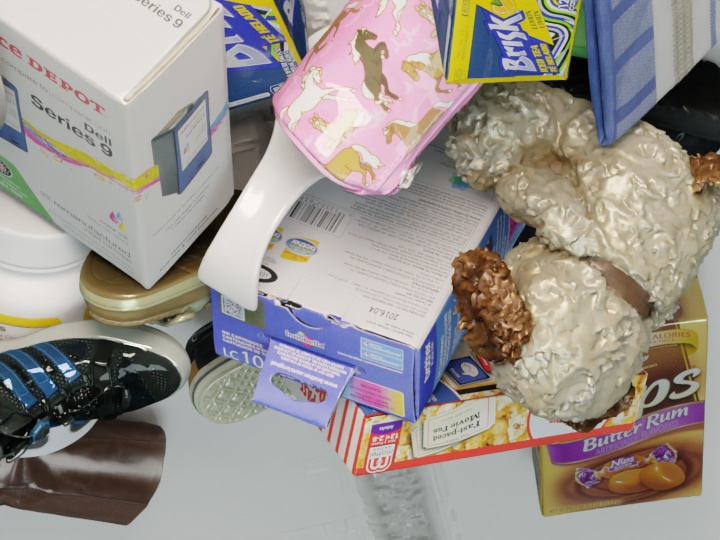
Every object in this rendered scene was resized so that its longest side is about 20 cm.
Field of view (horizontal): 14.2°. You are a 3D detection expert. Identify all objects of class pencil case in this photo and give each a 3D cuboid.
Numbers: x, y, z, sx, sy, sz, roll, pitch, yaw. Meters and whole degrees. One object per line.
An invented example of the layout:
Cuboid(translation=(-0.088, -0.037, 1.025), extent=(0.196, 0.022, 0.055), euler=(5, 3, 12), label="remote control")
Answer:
Cuboid(translation=(0.043, -0.132, 1.553), extent=(0.086, 0.083, 0.200), euler=(36, 102, -25), label="pencil case")

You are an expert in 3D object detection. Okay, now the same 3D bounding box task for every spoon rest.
Cuboid(translation=(-0.021, -0.069, 1.664), extent=(0.099, 0.200, 0.061), euler=(30, 152, 11), label="spoon rest")

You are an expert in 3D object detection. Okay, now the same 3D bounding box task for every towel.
Cuboid(translation=(0.187, -0.178, 1.585), extent=(0.200, 0.024, 0.147), euler=(-45, 147, -25), label="towel")

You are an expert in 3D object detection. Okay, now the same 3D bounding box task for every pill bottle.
Cuboid(translation=(-0.203, 0.011, 1.770), extent=(0.113, 0.115, 0.201), euler=(0, 138, -12), label="pill bottle")

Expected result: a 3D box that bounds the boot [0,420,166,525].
Cuboid(translation=(-0.238, 0.162, 1.985), extent=(0.199, 0.065, 0.187), euler=(5, 140, -24), label="boot")

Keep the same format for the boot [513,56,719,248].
Cuboid(translation=(0.123, -0.067, 1.775), extent=(0.199, 0.077, 0.168), euler=(11, 132, -32), label="boot")

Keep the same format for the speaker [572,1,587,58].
Cuboid(translation=(0.104, -0.169, 1.648), extent=(0.199, 0.089, 0.089), euler=(8, 137, -20), label="speaker")

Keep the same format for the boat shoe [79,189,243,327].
Cuboid(translation=(-0.107, 0.004, 1.731), extent=(0.073, 0.201, 0.064), euler=(15, 111, 16), label="boat shoe")

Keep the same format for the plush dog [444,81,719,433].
Cuboid(translation=(0.132, 0.005, 1.636), extent=(0.160, 0.173, 0.200), euler=(11, 159, 45), label="plush dog")

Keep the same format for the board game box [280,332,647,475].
Cuboid(translation=(0.053, 0.051, 1.784), extent=(0.199, 0.152, 0.047), euler=(-7, 127, -27), label="board game box")

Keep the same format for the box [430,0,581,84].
Cuboid(translation=(0.062, -0.188, 1.441), extent=(0.064, 0.201, 0.070), euler=(-3, 141, -7), label="box")

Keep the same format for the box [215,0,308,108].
Cuboid(translation=(-0.087, -0.180, 1.595), extent=(0.064, 0.070, 0.200), euler=(-15, 139, 11), label="box")

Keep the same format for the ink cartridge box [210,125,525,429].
Cuboid(translation=(0.000, 0.000, 1.703), extent=(0.136, 0.200, 0.077), euler=(19, 141, 17), label="ink cartridge box")

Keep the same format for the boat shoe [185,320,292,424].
Cuboid(translation=(-0.025, 0.031, 1.873), extent=(0.199, 0.062, 0.075), euler=(-25, 135, -6), label="boat shoe")

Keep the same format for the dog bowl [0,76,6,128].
Cuboid(translation=(-0.261, -0.135, 1.541), extent=(0.059, 0.200, 0.201), euler=(-36, 144, -19), label="dog bowl")

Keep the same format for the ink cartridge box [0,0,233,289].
Cuboid(translation=(-0.150, -0.102, 1.590), extent=(0.145, 0.088, 0.200), euler=(34, 154, 16), label="ink cartridge box")

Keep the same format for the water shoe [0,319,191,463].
Cuboid(translation=(-0.198, 0.081, 1.703), extent=(0.198, 0.079, 0.072), euler=(-4, 139, -2), label="water shoe")

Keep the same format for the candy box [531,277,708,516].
Cuboid(translation=(0.174, 0.084, 1.977), extent=(0.116, 0.057, 0.201), euler=(-8, 138, -1), label="candy box")
